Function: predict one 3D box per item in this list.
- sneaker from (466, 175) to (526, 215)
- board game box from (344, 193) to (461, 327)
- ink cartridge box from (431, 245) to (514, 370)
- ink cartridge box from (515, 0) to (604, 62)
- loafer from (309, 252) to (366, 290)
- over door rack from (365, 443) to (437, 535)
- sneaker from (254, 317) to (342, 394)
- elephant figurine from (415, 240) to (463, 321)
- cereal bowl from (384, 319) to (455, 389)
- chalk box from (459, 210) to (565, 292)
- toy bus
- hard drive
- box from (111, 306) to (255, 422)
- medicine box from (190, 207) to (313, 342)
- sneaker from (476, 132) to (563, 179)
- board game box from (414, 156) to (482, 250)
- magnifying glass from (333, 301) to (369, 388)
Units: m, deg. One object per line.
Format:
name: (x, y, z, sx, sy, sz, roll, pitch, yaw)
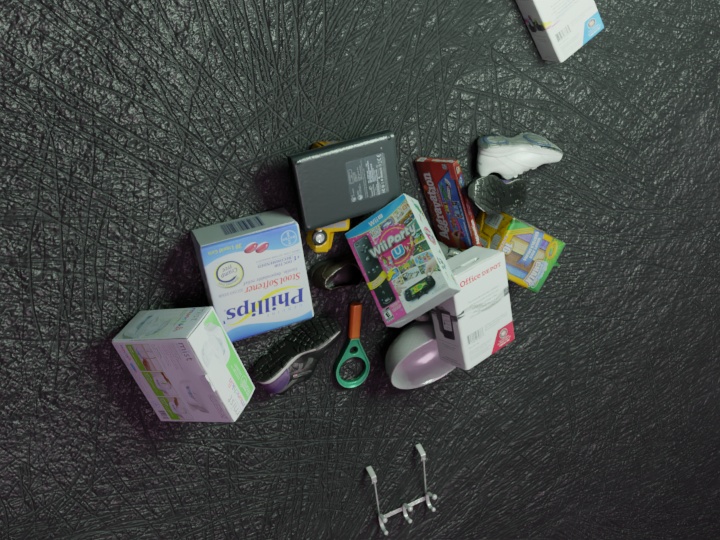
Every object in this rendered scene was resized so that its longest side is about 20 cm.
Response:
sneaker: (0.250, -0.152, 1.391, 0.200, 0.087, 0.076, -4, 100, -51)
board game box: (0.076, -0.016, 1.290, 0.147, 0.201, 0.064, -33, 157, 23)
ink cartridge box: (0.217, 0.069, 1.365, 0.145, 0.083, 0.201, -25, 115, -30)
ink cartridge box: (0.371, -0.518, 1.329, 0.115, 0.068, 0.200, -39, 122, -4)
loafer: (0.000, 0.000, 1.389, 0.199, 0.071, 0.073, -22, 119, -13)
over door rack: (0.103, 0.535, 1.667, 0.147, 0.067, 0.201, -20, 118, -16)
sneaker: (-0.116, 0.176, 1.418, 0.200, 0.076, 0.088, -34, 134, -1)
elephant figurine: (0.154, -0.004, 1.417, 0.141, 0.155, 0.201, 10, 110, 9)
cereal bowl: (0.138, 0.165, 1.495, 0.199, 0.083, 0.200, -19, 144, -14)
chalk box: (0.338, -0.042, 1.487, 0.199, 0.124, 0.124, 23, 101, -28)
toy bus: (-0.062, -0.138, 1.308, 0.078, 0.065, 0.201, -6, 114, -23)
hard drive: (-0.025, -0.162, 1.256, 0.199, 0.033, 0.140, -19, 118, -19)
box: (-0.318, 0.174, 1.260, 0.176, 0.097, 0.201, -6, 122, 26)
medicine box: (-0.198, 0.008, 1.289, 0.181, 0.103, 0.201, -16, 117, -16)
sneaker: (0.325, -0.235, 1.440, 0.199, 0.075, 0.087, -2, 124, -15)
board game box: (0.177, -0.132, 1.392, 0.019, 0.103, 0.201, -39, 123, -29)
magnifying glass: (-0.015, 0.162, 1.482, 0.079, 0.022, 0.201, -6, 113, -21)
